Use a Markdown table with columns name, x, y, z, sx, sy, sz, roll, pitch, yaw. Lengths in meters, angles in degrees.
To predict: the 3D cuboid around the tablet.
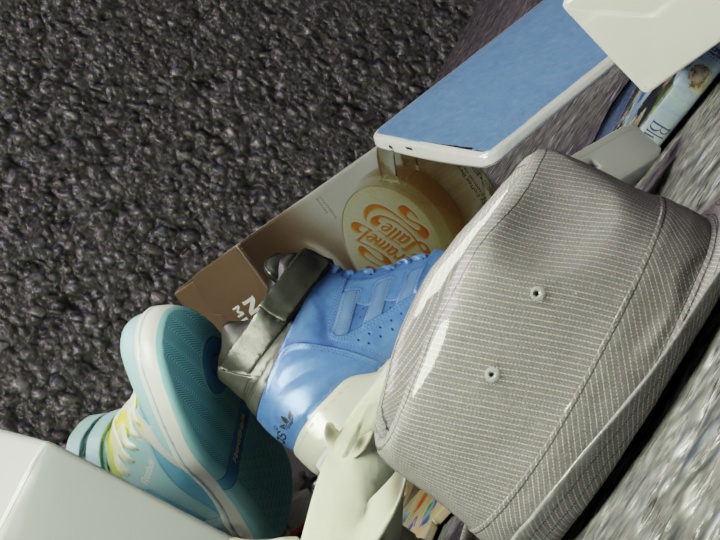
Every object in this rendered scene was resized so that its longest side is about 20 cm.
| name | x | y | z | sx | sy | sz | roll | pitch | yaw |
| --- | --- | --- | --- | --- | --- | --- | --- | --- | --- |
| tablet | 0.111 | -0.126 | 1.359 | 0.200 | 0.014 | 0.130 | -38 | 26 | -21 |

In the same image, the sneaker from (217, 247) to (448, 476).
| name | x | y | z | sx | sy | sz | roll | pitch | yaw |
| --- | --- | --- | --- | --- | --- | --- | --- | --- | --- |
| sneaker | 0.007 | 0.010 | 1.253 | 0.200 | 0.111 | 0.077 | -45 | -16 | -16 |

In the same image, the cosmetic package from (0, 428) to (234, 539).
| name | x | y | z | sx | sy | sz | roll | pitch | yaw |
| --- | --- | --- | --- | --- | --- | --- | --- | --- | --- |
| cosmetic package | -0.142 | 0.174 | 1.189 | 0.200 | 0.199 | 0.123 | 5 | 66 | 62 |

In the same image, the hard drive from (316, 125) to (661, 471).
| name | x | y | z | sx | sy | sz | roll | pitch | yaw |
| --- | --- | --- | --- | --- | --- | --- | --- | --- | --- |
| hard drive | 0.065 | 0.020 | 1.150 | 0.132 | 0.026 | 0.200 | -29 | -21 | -52 |

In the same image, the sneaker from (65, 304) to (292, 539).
| name | x | y | z | sx | sy | sz | roll | pitch | yaw |
| --- | --- | --- | --- | --- | --- | --- | --- | --- | --- |
| sneaker | -0.128 | 0.093 | 1.295 | 0.200 | 0.130 | 0.080 | 66 | -150 | -46 |

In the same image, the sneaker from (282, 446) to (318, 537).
| name | x | y | z | sx | sy | sz | roll | pitch | yaw |
| --- | --- | --- | --- | --- | --- | --- | --- | --- | --- |
| sneaker | -0.049 | 0.139 | 1.413 | 0.200 | 0.077 | 0.082 | -22 | -19 | -7 |

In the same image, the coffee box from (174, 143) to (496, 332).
| name | x | y | z | sx | sy | sz | roll | pitch | yaw |
| --- | --- | --- | --- | --- | --- | --- | --- | --- | --- |
| coffee box | 0.000 | 0.000 | 1.383 | 0.200 | 0.114 | 0.080 | -38 | 3 | -41 |

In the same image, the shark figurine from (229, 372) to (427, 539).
| name | x | y | z | sx | sy | sz | roll | pitch | yaw |
| --- | --- | --- | --- | --- | --- | --- | --- | --- | --- |
| shark figurine | 0.023 | 0.102 | 1.079 | 0.128 | 0.089 | 0.215 | 8 | 71 | 49 |

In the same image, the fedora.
| name | x | y | z | sx | sy | sz | roll | pitch | yaw |
| --- | --- | --- | --- | --- | --- | --- | --- | --- | --- |
| fedora | 0.071 | 0.023 | 0.911 | 0.200 | 0.090 | 0.177 | -58 | 4 | 3 |

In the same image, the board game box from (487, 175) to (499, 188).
| name | x | y | z | sx | sy | sz | roll | pitch | yaw |
| --- | --- | --- | --- | --- | --- | --- | --- | --- | --- |
| board game box | 0.020 | 0.022 | 1.686 | 0.200 | 0.041 | 0.200 | -49 | 0 | 18 |

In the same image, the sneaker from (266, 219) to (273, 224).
| name | x | y | z | sx | sy | sz | roll | pitch | yaw |
| --- | --- | --- | --- | --- | --- | --- | --- | --- | --- |
| sneaker | -0.002 | 0.028 | 1.538 | 0.200 | 0.074 | 0.079 | 22 | 92 | 47 |

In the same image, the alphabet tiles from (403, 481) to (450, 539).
| name | x | y | z | sx | sy | sz | roll | pitch | yaw |
| --- | --- | --- | --- | --- | --- | --- | --- | --- | --- |
| alphabet tiles | 0.032 | 0.132 | 1.211 | 0.167 | 0.008 | 0.200 | -54 | 6 | 49 |

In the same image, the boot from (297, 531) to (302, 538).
| name | x | y | z | sx | sy | sz | roll | pitch | yaw |
| --- | --- | --- | --- | --- | --- | --- | --- | --- | --- |
| boot | -0.041 | 0.148 | 1.600 | 0.188 | 0.068 | 0.200 | -56 | 3 | 36 |

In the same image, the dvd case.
| name | x | y | z | sx | sy | sz | roll | pitch | yaw |
| --- | --- | --- | --- | --- | --- | --- | --- | --- | --- |
| dvd case | 0.170 | -0.106 | 1.243 | 0.200 | 0.018 | 0.143 | -56 | 4 | 47 |

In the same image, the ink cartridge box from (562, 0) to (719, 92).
| name | x | y | z | sx | sy | sz | roll | pitch | yaw |
| --- | --- | --- | --- | --- | --- | --- | --- | --- | --- |
| ink cartridge box | 0.182 | -0.192 | 1.159 | 0.117 | 0.067 | 0.200 | -36 | 19 | 36 |
